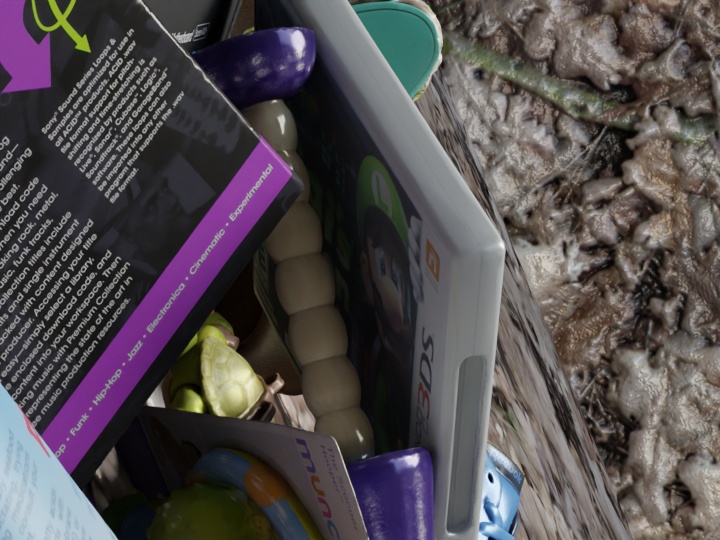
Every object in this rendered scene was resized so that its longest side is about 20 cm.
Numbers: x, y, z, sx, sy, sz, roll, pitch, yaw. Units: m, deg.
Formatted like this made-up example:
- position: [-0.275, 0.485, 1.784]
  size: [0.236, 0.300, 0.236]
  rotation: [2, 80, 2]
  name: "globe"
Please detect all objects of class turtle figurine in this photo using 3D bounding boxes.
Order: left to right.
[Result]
- position: [-0.060, 0.067, 1.061]
  size: [0.200, 0.064, 0.162]
  rotation: [-93, 158, -65]
  name: "turtle figurine"

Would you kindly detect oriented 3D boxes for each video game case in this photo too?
- position: [0.000, 0.000, 0.903]
  size: [0.201, 0.023, 0.183]
  rotation: [-120, -156, -44]
  name: "video game case"

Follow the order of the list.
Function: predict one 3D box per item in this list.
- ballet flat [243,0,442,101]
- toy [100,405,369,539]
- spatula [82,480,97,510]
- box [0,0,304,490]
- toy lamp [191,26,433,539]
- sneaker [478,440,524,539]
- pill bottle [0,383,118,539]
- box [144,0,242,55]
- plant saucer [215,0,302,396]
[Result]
- position: [-0.056, -0.056, 1.024]
  size: [0.076, 0.199, 0.064]
  rotation: [57, -9, -17]
  name: "ballet flat"
- position: [-0.049, 0.110, 0.839]
  size: [0.200, 0.047, 0.116]
  rotation: [5, -61, 65]
  name: "toy"
- position: [-0.109, 0.095, 0.842]
  size: [0.200, 0.020, 0.057]
  rotation: [-88, 169, -63]
  name: "spatula"
- position: [-0.112, -0.028, 0.726]
  size: [0.036, 0.143, 0.200]
  rotation: [27, -15, 39]
  name: "box"
- position: [-0.017, 0.018, 0.839]
  size: [0.058, 0.058, 0.202]
  rotation: [16, 58, -78]
  name: "toy lamp"
- position: [0.035, 0.110, 0.973]
  size: [0.066, 0.078, 0.201]
  rotation: [76, 1, -46]
  name: "sneaker"
- position: [-0.121, 0.070, 0.570]
  size: [0.109, 0.108, 0.201]
  rotation: [-102, 166, -50]
  name: "pill bottle"
- position: [-0.093, -0.063, 0.869]
  size: [0.200, 0.049, 0.200]
  rotation: [-45, 156, -80]
  name: "box"
- position: [-0.060, -0.038, 1.138]
  size: [0.200, 0.032, 0.202]
  rotation: [31, -55, 58]
  name: "plant saucer"
